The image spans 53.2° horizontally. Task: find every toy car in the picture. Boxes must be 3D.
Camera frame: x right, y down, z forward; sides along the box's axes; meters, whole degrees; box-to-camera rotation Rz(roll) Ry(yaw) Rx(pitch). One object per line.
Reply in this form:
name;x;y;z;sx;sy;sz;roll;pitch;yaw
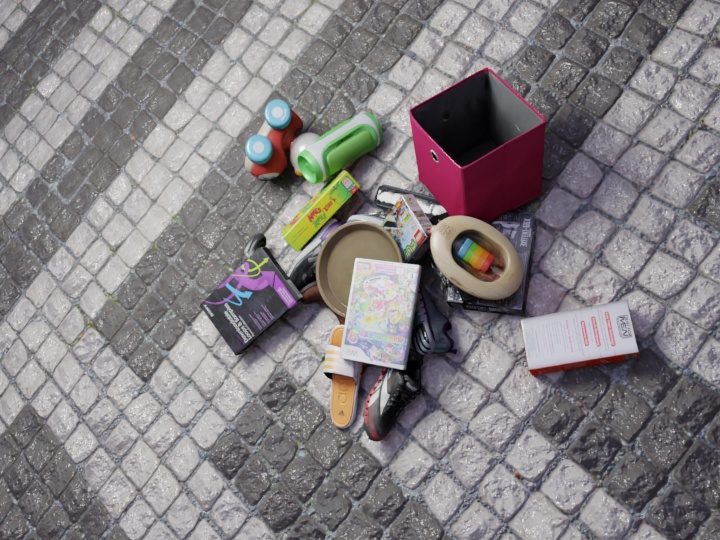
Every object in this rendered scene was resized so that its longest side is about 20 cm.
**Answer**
toy car;-0.150;-0.266;1.669;0.198;0.184;0.179;29;82;-1

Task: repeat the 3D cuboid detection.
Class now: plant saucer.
plant saucer;0.000;0.000;1.475;0.197;0.029;0.204;-2;86;24

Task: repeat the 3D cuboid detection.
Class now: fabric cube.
fabric cube;0.230;-0.234;1.423;0.198;0.201;0.197;-29;55;-10

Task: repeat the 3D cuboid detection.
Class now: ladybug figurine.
ladybug figurine;0.217;-0.022;1.377;0.199;0.072;0.136;39;77;7

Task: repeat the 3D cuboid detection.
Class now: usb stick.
usb stick;0.122;-0.142;1.566;0.197;0.033;0.056;18;85;26

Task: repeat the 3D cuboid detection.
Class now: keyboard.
keyboard;0.187;-0.022;1.449;0.102;0.040;0.203;-16;64;-9

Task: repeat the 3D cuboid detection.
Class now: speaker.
speaker;-0.045;-0.275;1.613;0.199;0.089;0.088;-36;60;-22

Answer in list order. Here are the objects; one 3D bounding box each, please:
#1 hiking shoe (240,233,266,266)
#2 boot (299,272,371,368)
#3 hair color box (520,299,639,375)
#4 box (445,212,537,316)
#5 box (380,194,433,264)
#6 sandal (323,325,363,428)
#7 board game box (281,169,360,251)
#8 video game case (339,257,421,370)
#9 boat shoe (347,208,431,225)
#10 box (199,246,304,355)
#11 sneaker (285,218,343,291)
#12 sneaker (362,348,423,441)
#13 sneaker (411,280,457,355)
hiking shoe;-0.218;0.017;1.629;0.099;0.076;0.204;3;82;16
boot;-0.040;0.117;1.536;0.185;0.068;0.204;-12;80;18
hair color box;0.407;0.127;1.341;0.197;0.061;0.103;-12;67;19
box;0.266;-0.019;1.454;0.155;0.050;0.204;5;74;23
box;0.075;-0.048;1.482;0.111;0.034;0.201;60;137;26
sandal;-0.038;0.217;1.462;0.078;0.059;0.211;-1;85;25
board game box;-0.092;-0.136;1.608;0.048;0.102;0.200;44;91;-14
video game case;0.039;0.083;1.415;0.141;0.018;0.204;7;84;25
boat shoe;0.068;-0.102;1.558;0.197;0.070;0.067;8;52;29
box;-0.239;0.068;1.570;0.199;0.036;0.144;-41;82;14
sneaker;-0.088;-0.014;1.583;0.087;0.076;0.201;36;87;22
sneaker;0.068;0.242;1.415;0.097;0.070;0.203;5;70;55
sneaker;0.137;0.091;1.471;0.075;0.086;0.202;123;148;-41
